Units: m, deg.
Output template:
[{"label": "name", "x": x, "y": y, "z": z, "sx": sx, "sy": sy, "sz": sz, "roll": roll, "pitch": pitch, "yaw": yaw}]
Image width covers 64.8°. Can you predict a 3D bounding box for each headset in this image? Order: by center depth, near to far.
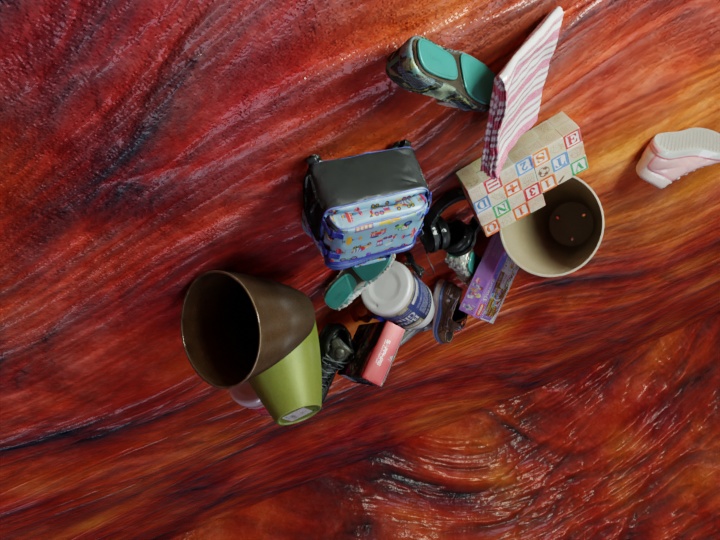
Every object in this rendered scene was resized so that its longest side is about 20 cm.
[{"label": "headset", "x": 0.151, "y": -0.072, "z": 1.065, "sx": 0.122, "sy": 0.094, "sz": 0.202, "roll": 5, "pitch": 127, "yaw": -36}]

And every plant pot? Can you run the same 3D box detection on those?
[{"label": "plant pot", "x": -0.174, "y": 0.088, "z": 0.987, "sx": 0.186, "sy": 0.189, "sz": 0.199, "roll": -39, "pitch": 163, "yaw": 29}, {"label": "plant pot", "x": 0.392, "y": -0.089, "z": 1.105, "sx": 0.187, "sy": 0.189, "sz": 0.199, "roll": -38, "pitch": 164, "yaw": 28}, {"label": "plant pot", "x": -0.152, "y": 0.198, "z": 1.143, "sx": 0.184, "sy": 0.202, "sz": 0.188, "roll": -18, "pitch": 153, "yaw": -9}]

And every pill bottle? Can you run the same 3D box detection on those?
[{"label": "pill bottle", "x": 0.087, "y": 0.060, "z": 1.179, "sx": 0.110, "sy": 0.112, "sz": 0.200, "roll": -30, "pitch": 152, "yaw": 14}, {"label": "pill bottle", "x": -0.223, "y": 0.278, "z": 1.328, "sx": 0.111, "sy": 0.113, "sz": 0.200, "roll": -23, "pitch": 153, "yaw": 2}]

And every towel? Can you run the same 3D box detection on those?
[{"label": "towel", "x": 0.220, "y": -0.233, "z": 0.774, "sx": 0.147, "sy": 0.030, "sz": 0.201, "roll": -52, "pitch": 159, "yaw": -18}]

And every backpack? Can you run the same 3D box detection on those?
[{"label": "backpack", "x": 0.001, "y": -0.076, "z": 0.849, "sx": 0.180, "sy": 0.136, "sz": 0.201, "roll": -13, "pitch": 154, "yaw": -17}]

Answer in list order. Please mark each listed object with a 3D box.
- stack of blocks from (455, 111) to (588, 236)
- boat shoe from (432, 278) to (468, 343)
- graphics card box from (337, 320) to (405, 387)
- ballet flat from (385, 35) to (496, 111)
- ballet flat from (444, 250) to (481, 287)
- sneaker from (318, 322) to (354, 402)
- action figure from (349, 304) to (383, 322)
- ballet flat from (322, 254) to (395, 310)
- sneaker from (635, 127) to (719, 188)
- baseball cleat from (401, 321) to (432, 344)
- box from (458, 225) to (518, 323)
[{"label": "stack of blocks", "x": 0.273, "y": -0.158, "z": 0.950, "sx": 0.198, "sy": 0.059, "sz": 0.116, "roll": -29, "pitch": 132, "yaw": 8}, {"label": "boat shoe", "x": 0.212, "y": 0.109, "z": 1.336, "sx": 0.073, "sy": 0.071, "sz": 0.202, "roll": -56, "pitch": 149, "yaw": -34}, {"label": "graphics card box", "x": 0.019, "y": 0.176, "z": 1.202, "sx": 0.050, "sy": 0.127, "sz": 0.200, "roll": 27, "pitch": 166, "yaw": -11}, {"label": "ballet flat", "x": 0.106, "y": -0.242, "z": 0.719, "sx": 0.198, "sy": 0.075, "sz": 0.074, "roll": 7, "pitch": 141, "yaw": -46}, {"label": "ballet flat", "x": 0.231, "y": -0.005, "z": 1.228, "sx": 0.071, "sy": 0.073, "sz": 0.200, "roll": -29, "pitch": 151, "yaw": 13}, {"label": "sneaker", "x": -0.075, "y": 0.206, "z": 1.219, "sx": 0.075, "sy": 0.202, "sz": 0.114, "roll": 28, "pitch": 165, "yaw": -14}, {"label": "action figure", "x": 0.051, "y": 0.094, "z": 1.283, "sx": 0.065, "sy": 0.052, "sz": 0.199, "roll": -29, "pitch": 158, "yaw": 24}, {"label": "ballet flat", "x": 0.000, "y": 0.000, "z": 1.075, "sx": 0.071, "sy": 0.073, "sz": 0.200, "roll": 6, "pitch": 143, "yaw": -44}, {"label": "sneaker", "x": 0.647, "y": -0.224, "z": 1.146, "sx": 0.197, "sy": 0.076, "sz": 0.105, "roll": -6, "pitch": 145, "yaw": -16}, {"label": "baseball cleat", "x": 0.123, "y": 0.149, "z": 1.415, "sx": 0.199, "sy": 0.071, "sz": 0.106, "roll": -33, "pitch": 151, "yaw": 21}, {"label": "box", "x": 0.286, "y": 0.007, "z": 1.197, "sx": 0.136, "sy": 0.039, "sz": 0.203, "roll": 21, "pitch": 95, "yaw": -58}]
